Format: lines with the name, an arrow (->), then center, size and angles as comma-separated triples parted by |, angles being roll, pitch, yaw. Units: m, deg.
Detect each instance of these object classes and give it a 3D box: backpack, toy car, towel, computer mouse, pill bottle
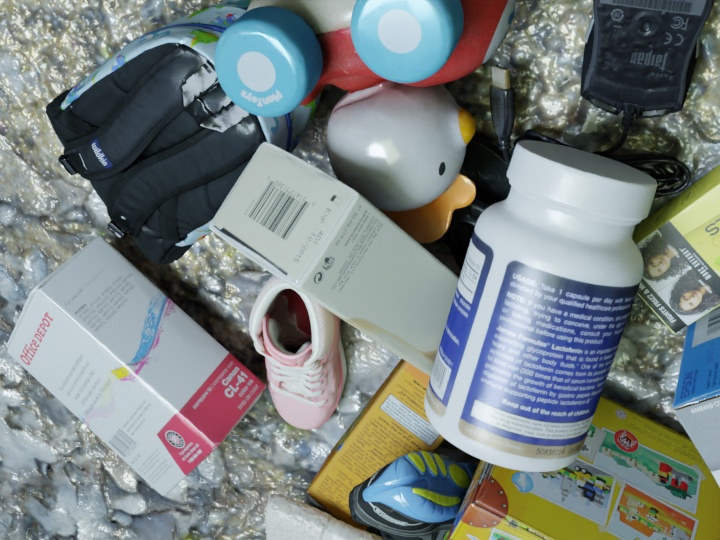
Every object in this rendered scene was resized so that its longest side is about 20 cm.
backpack -> -0.122, -0.114, 0.775 | 0.164, 0.154, 0.200 | 54, 150, -6
toy car -> 0.033, -0.112, 0.682 | 0.176, 0.185, 0.201 | -9, 119, 26
towel -> -0.026, 0.271, 0.948 | 0.132, 0.035, 0.201 | 21, 148, 11
computer mouse -> 0.156, -0.144, 0.691 | 0.139, 0.046, 0.201 | 7, 130, 15
pill bottle -> 0.121, 0.022, 0.698 | 0.115, 0.116, 0.201 | 19, 108, 13

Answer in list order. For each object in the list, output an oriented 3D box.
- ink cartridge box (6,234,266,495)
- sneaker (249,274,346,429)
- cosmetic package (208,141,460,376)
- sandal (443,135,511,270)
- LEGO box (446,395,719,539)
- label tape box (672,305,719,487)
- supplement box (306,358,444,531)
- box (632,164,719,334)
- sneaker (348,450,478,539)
ink cartridge box -> -0.201, 0.087, 0.922 | 0.200, 0.086, 0.148 | 44, 142, -3
sneaker -> -0.055, 0.068, 0.857 | 0.075, 0.105, 0.201 | 18, 123, 12
cosmetic package -> 0.000, 0.000, 0.728 | 0.105, 0.200, 0.071 | 31, 87, 41
sandal -> 0.104, -0.012, 0.778 | 0.075, 0.048, 0.201 | -19, 109, 31
LEGO box -> 0.184, 0.182, 0.777 | 0.199, 0.149, 0.077 | 26, 137, 7
label tape box -> 0.293, 0.125, 0.711 | 0.063, 0.144, 0.201 | -26, 104, 32
supplement box -> 0.031, 0.133, 0.876 | 0.069, 0.067, 0.201 | 34, 124, 3
box -> 0.267, -0.043, 0.690 | 0.075, 0.050, 0.200 | 47, 124, -4
sneaker -> 0.059, 0.195, 0.849 | 0.082, 0.071, 0.199 | -24, 148, 25
